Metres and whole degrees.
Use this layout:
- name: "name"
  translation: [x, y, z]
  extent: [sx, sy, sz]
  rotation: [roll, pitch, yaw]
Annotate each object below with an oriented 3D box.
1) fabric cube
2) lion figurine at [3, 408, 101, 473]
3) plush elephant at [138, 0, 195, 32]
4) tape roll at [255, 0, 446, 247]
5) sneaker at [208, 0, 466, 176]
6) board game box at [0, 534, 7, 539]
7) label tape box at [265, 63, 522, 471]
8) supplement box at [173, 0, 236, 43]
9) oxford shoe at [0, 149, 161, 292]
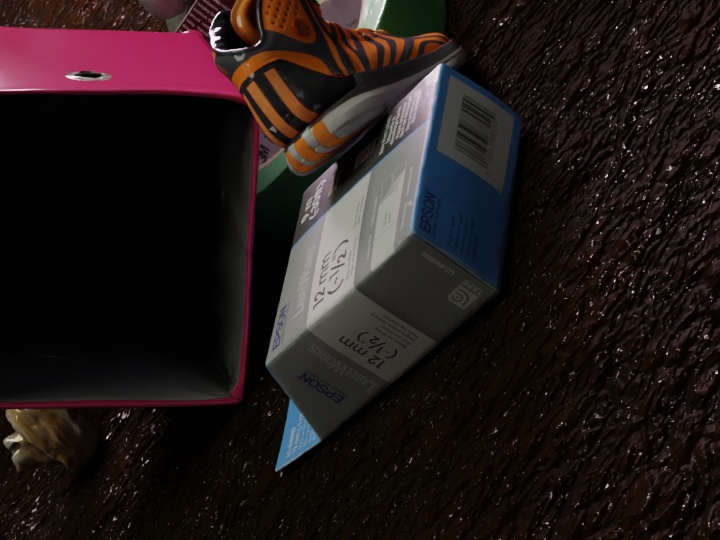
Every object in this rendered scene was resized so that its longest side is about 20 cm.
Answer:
- name: "fabric cube"
  translation: [-0.179, -0.040, 1.588]
  extent: [0.199, 0.196, 0.200]
  rotation: [-125, 38, -68]
- name: "lion figurine"
  translation: [-0.216, 0.061, 1.789]
  extent: [0.072, 0.122, 0.200]
  rotation: [-47, 7, 25]
- name: "plush elephant"
  translation: [-0.098, -0.274, 1.945]
  extent: [0.155, 0.165, 0.200]
  rotation: [-18, 67, 5]
- name: "tape roll"
  translation: [-0.023, -0.112, 1.653]
  extent: [0.200, 0.048, 0.201]
  rotation: [-47, 22, 26]
- name: "sneaker"
  translation: [-0.014, -0.133, 1.478]
  extent: [0.078, 0.112, 0.200]
  rotation: [-40, -4, 27]
- name: "board game box"
  translation: [-0.213, 0.215, 1.461]
  extent: [0.062, 0.200, 0.200]
  rotation: [-45, 9, 29]
- name: "label tape box"
  translation: [0.000, 0.000, 1.410]
  extent: [0.200, 0.066, 0.143]
  rotation: [-40, 26, 36]
- name: "supplement box"
  translation: [-0.101, -0.138, 1.788]
  extent: [0.200, 0.061, 0.109]
  rotation: [-55, -10, 8]
- name: "oxford shoe"
  translation: [-0.209, -0.040, 1.728]
  extent: [0.200, 0.071, 0.073]
  rotation: [-23, 23, -2]
